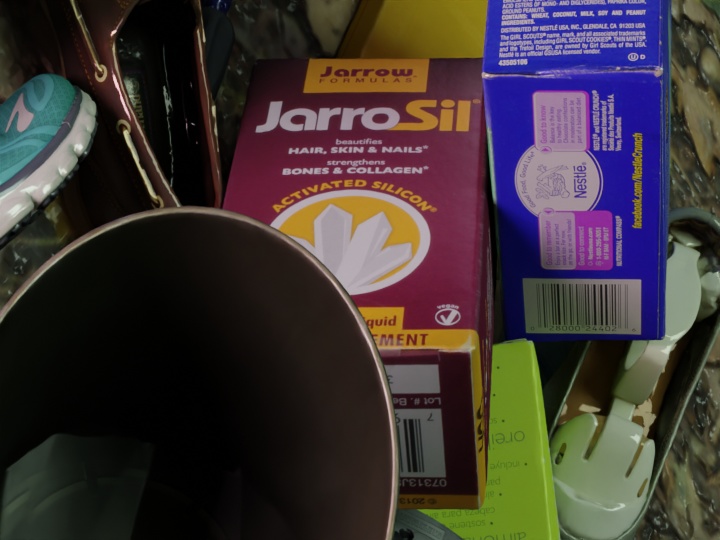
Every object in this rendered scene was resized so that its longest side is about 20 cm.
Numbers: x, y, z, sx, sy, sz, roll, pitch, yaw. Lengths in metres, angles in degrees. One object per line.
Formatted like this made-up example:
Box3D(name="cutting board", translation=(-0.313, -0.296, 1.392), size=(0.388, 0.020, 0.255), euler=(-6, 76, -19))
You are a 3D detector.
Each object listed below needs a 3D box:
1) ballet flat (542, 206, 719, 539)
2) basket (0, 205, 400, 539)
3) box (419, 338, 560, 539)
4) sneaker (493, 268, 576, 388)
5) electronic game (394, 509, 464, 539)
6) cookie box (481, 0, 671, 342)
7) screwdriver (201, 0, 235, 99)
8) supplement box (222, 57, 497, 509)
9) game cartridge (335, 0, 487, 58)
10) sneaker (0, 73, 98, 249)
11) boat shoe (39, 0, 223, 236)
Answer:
Box3D(name="ballet flat", translation=(0.113, 0.059, 0.954), size=(0.067, 0.064, 0.201), euler=(25, 71, -3))
Box3D(name="basket", translation=(-0.077, 0.103, 0.711), size=(0.135, 0.200, 0.182), euler=(15, 62, -7))
Box3D(name="box", translation=(0.025, 0.136, 0.902), size=(0.048, 0.121, 0.202), euler=(63, 22, -69))
Box3D(name="sneaker", translation=(0.090, 0.074, 1.015), size=(0.078, 0.090, 0.202), euler=(27, 72, -40))
Box3D(name="electronic game", translation=(-0.017, 0.178, 0.827), size=(0.198, 0.042, 0.202), euler=(4, 65, -10))
Box3D(name="cookie box", translation=(0.096, -0.099, 0.926), size=(0.172, 0.075, 0.201), euler=(81, 13, -50))
Box3D(name="screwdriver", translation=(-0.060, -0.144, 1.009), size=(0.029, 0.028, 0.201), euler=(74, 24, -47))
Box3D(name="supplement box", translation=(0.000, 0.000, 0.889), size=(0.201, 0.109, 0.086), euler=(-83, 171, -51))
Box3D(name="game cartridge", translation=(0.063, -0.060, 1.116), size=(0.200, 0.032, 0.177), euler=(46, 44, -23))
Box3D(name="sneaker", translation=(-0.168, -0.030, 0.792), size=(0.080, 0.077, 0.200), euler=(52, 40, -6))
Box3D(name="boat shoe", translation=(-0.094, -0.108, 0.887), size=(0.070, 0.070, 0.202), euler=(-14, 93, -38))
